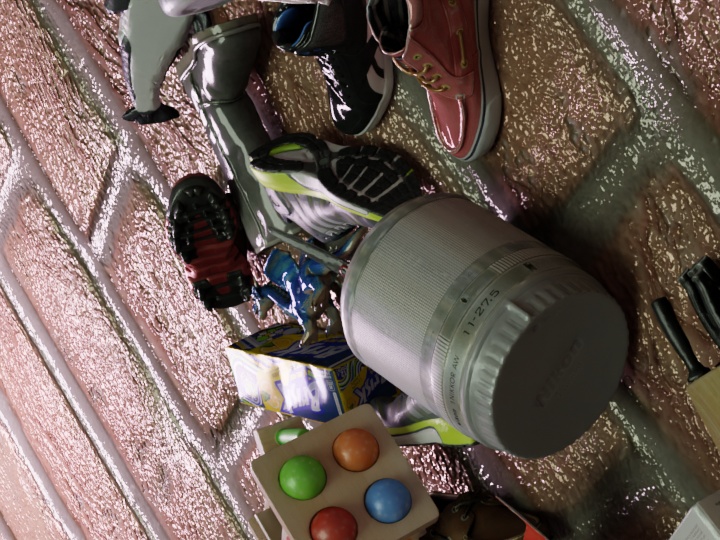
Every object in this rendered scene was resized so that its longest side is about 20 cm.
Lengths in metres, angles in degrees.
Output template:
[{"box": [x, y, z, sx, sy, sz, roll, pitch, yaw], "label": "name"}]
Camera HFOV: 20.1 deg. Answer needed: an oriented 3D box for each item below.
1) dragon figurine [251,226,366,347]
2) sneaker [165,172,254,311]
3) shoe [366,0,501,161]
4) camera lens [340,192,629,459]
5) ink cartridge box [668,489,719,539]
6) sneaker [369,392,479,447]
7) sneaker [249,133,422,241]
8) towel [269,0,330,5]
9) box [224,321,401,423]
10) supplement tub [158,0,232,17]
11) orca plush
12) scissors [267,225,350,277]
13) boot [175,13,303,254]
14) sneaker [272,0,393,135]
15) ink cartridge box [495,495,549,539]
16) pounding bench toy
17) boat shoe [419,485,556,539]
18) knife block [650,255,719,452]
[{"box": [-0.053, 0.002, 1.912, 0.100, 0.059, 0.200, 51, 147, 25], "label": "dragon figurine"}, {"box": [-0.153, -0.046, 1.991, 0.201, 0.070, 0.098, 75, -177, -58], "label": "sneaker"}, {"box": [0.054, -0.171, 1.601, 0.071, 0.091, 0.201, 31, 133, 46], "label": "shoe"}, {"box": [0.093, 0.041, 1.608, 0.200, 0.159, 0.161, 33, 135, 43], "label": "camera lens"}, {"box": [0.307, 0.270, 1.493, 0.200, 0.086, 0.147, 52, 147, 23], "label": "ink cartridge box"}, {"box": [0.072, 0.112, 1.792, 0.200, 0.074, 0.081, -7, 88, 56], "label": "sneaker"}, {"box": [-0.013, -0.064, 1.792, 0.200, 0.074, 0.081, 22, 143, 47], "label": "sneaker"}, {"box": [-0.057, -0.317, 1.653, 0.191, 0.032, 0.201, 19, 91, 51], "label": "towel"}, {"box": [-0.047, 0.099, 1.956, 0.200, 0.070, 0.065, 6, 117, 56], "label": "box"}, {"box": [-0.153, -0.336, 1.792, 0.122, 0.122, 0.201, -20, 92, 59], "label": "supplement tub"}, {"box": [-0.190, -0.241, 1.995, 0.105, 0.071, 0.201, 3, 126, 8], "label": "orca plush"}, {"box": [0.000, 0.000, 1.822, 0.200, 0.014, 0.073, 42, 129, 17], "label": "scissors"}, {"box": [-0.102, -0.124, 1.899, 0.182, 0.072, 0.201, 137, 115, -72], "label": "boot"}, {"box": [-0.029, -0.186, 1.703, 0.073, 0.111, 0.201, 48, 144, 31], "label": "sneaker"}, {"box": [0.182, 0.279, 1.639, 0.160, 0.047, 0.200, 39, 174, 40], "label": "ink cartridge box"}, {"box": [-0.036, 0.189, 1.816, 0.200, 0.124, 0.156, 56, 161, 24], "label": "pounding bench toy"}, {"box": [0.099, 0.230, 1.807, 0.200, 0.072, 0.068, -15, 98, 59], "label": "boat shoe"}, {"box": [0.278, 0.093, 1.446, 0.175, 0.064, 0.201, 32, 135, 46], "label": "knife block"}]
